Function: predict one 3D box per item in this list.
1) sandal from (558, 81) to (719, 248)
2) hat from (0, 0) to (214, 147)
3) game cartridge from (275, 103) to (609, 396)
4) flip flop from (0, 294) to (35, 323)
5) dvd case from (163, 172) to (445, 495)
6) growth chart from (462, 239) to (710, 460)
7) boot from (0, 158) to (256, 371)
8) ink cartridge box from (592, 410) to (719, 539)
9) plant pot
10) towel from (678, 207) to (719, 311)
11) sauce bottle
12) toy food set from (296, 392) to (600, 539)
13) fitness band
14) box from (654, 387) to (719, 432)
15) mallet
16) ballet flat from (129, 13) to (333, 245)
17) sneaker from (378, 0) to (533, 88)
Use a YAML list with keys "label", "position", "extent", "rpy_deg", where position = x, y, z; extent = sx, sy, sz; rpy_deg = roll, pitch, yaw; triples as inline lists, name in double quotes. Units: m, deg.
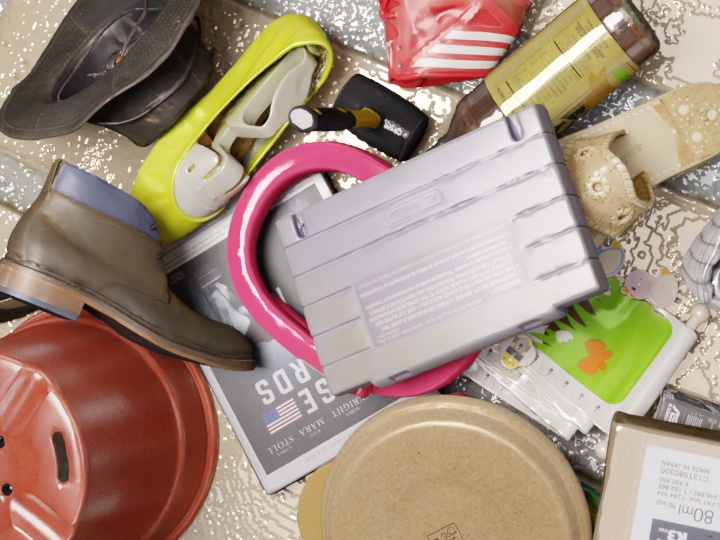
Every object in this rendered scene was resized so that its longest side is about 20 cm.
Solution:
- label: "sandal"
  position: [0.165, -0.067, 1.006]
  extent: [0.210, 0.070, 0.078]
  rpy_deg: [-32, 84, -13]
- label: "hat"
  position: [-0.158, -0.138, 1.095]
  extent: [0.200, 0.201, 0.081]
  rpy_deg: [-38, 122, 10]
- label: "game cartridge"
  position: [0.050, -0.008, 1.002]
  extent: [0.198, 0.038, 0.131]
  rpy_deg: [-23, 84, 23]
- label: "flip flop"
  position: [-0.328, 0.005, 1.156]
  extent: [0.197, 0.081, 0.058]
  rpy_deg: [2, 76, 17]
- label: "dvd case"
  position: [-0.050, 0.037, 1.116]
  extent: [0.149, 0.025, 0.202]
  rpy_deg: [-30, 84, 11]
- label: "growth chart"
  position: [0.127, 0.034, 1.070]
  extent: [0.198, 0.018, 0.146]
  rpy_deg: [27, 85, 10]
- label: "boot"
  position: [-0.143, 0.001, 1.053]
  extent: [0.198, 0.074, 0.098]
  rpy_deg: [23, 82, -31]
- label: "ink cartridge box"
  position: [0.242, 0.189, 0.978]
  extent: [0.197, 0.075, 0.167]
  rpy_deg: [9, 92, 11]
- label: "plant pot"
  position: [-0.221, 0.125, 1.066]
  extent: [0.198, 0.195, 0.204]
  rpy_deg: [0, 91, 12]
- label: "towel"
  position: [0.289, -0.048, 0.971]
  extent: [0.085, 0.166, 0.201]
  rpy_deg: [38, 99, 5]
- label: "sauce bottle"
  position: [0.110, -0.113, 1.058]
  extent: [0.199, 0.065, 0.065]
  rpy_deg: [-39, 83, 20]
- label: "toy food set"
  position: [0.065, 0.181, 1.070]
  extent: [0.198, 0.049, 0.200]
  rpy_deg: [45, 110, 2]
- label: "fitness band"
  position: [0.000, 0.000, 1.061]
  extent: [0.199, 0.037, 0.145]
  rpy_deg: [35, 99, 17]
- label: "box"
  position: [0.246, 0.200, 1.040]
  extent: [0.156, 0.050, 0.203]
  rpy_deg: [18, 94, 11]
- label: "mallet"
  position: [0.001, -0.094, 1.016]
  extent: [0.065, 0.200, 0.041]
  rpy_deg: [31, 103, 3]
- label: "ballet flat"
  position: [-0.088, -0.094, 1.083]
  extent: [0.201, 0.067, 0.067]
  rpy_deg: [-51, 38, -2]
- label: "sneaker"
  position: [0.018, -0.198, 1.073]
  extent: [0.198, 0.078, 0.117]
  rpy_deg: [29, 95, 12]
